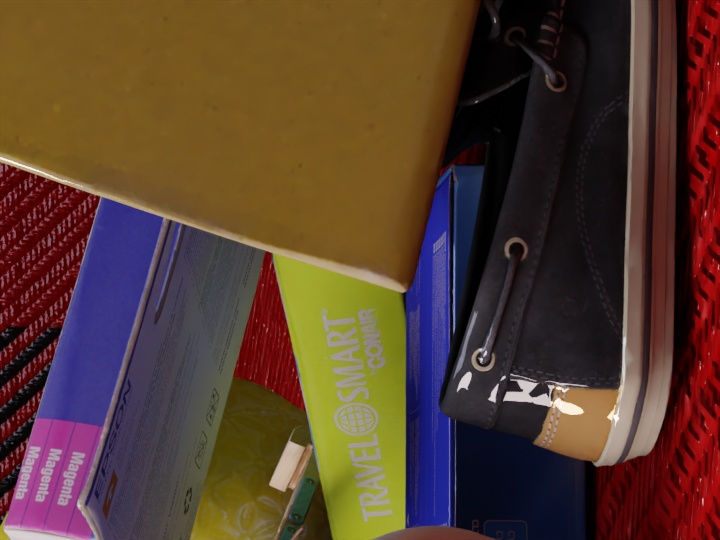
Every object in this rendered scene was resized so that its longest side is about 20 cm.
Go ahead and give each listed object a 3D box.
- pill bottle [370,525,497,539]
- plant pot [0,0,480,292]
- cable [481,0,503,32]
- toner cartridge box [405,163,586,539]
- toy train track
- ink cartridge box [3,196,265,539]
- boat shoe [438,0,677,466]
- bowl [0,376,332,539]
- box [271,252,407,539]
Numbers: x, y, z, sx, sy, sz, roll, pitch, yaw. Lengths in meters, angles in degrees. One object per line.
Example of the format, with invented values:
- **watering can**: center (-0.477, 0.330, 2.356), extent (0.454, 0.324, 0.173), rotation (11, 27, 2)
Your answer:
- **pill bottle**: center (-0.021, 0.157, 0.781), extent (0.200, 0.113, 0.113), rotation (-39, 43, 43)
- **plant pot**: center (-0.057, -0.130, 0.773), extent (0.194, 0.195, 0.201), rotation (-134, 64, -77)
- **cable**: center (0.044, -0.141, 0.907), extent (0.200, 0.051, 0.164), rotation (97, 178, -71)
- **toner cartridge box**: center (0.040, 0.074, 0.875), extent (0.095, 0.043, 0.201), rotation (137, 133, -79)
- **toy train track**: center (-0.045, 0.112, 1.031), extent (0.200, 0.032, 0.115), rotation (-66, 1, -60)
- **ink cartridge box**: center (-0.072, 0.011, 0.978), extent (0.200, 0.043, 0.197), rotation (79, -156, -69)
- **boat shoe**: center (0.049, -0.047, 0.762), extent (0.075, 0.062, 0.201), rotation (105, 168, -70)
- **bowl**: center (-0.047, 0.151, 1.147), extent (0.108, 0.200, 0.201), rotation (21, 114, 44)
- **box**: center (0.000, 0.000, 1.010), extent (0.122, 0.047, 0.200), rotation (-91, -7, -48)
